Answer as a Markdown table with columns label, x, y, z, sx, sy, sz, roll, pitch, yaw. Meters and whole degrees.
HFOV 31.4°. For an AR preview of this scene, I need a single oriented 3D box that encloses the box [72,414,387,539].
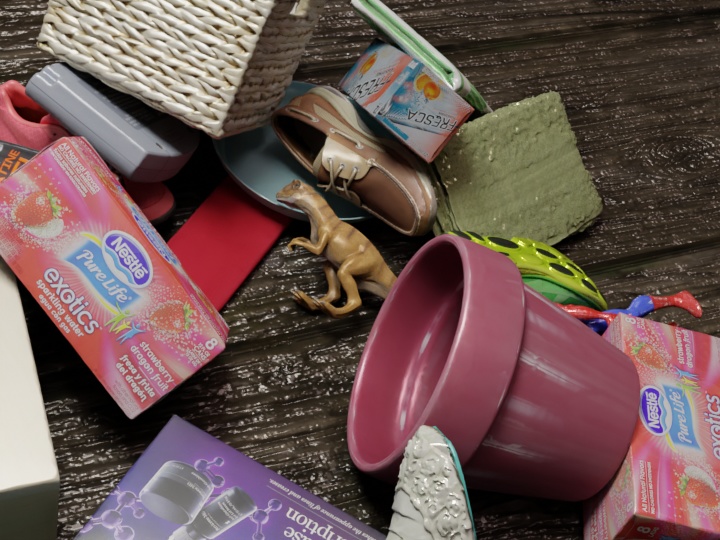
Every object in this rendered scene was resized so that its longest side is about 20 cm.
| label | x | y | z | sx | sy | sz | roll | pitch | yaw |
| --- | --- | --- | --- | --- | --- | --- | --- | --- | --- |
| box | -0.090 | 0.216 | 0.911 | 0.199 | 0.079 | 0.141 | 27 | 51 | 11 |

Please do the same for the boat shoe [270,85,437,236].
| label | x | y | z | sx | sy | sz | roll | pitch | yaw |
| --- | --- | --- | --- | --- | --- | --- | --- | --- | --- |
| boat shoe | -0.010 | -0.092 | 1.166 | 0.072 | 0.076 | 0.200 | -21 | 48 | -34 |

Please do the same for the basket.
| label | x | y | z | sx | sy | sz | roll | pitch | yaw |
| --- | --- | --- | --- | --- | --- | --- | --- | --- | --- |
| basket | -0.152 | -0.233 | 1.133 | 0.199 | 0.161 | 0.198 | 27 | 14 | 6 |

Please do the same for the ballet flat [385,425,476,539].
| label | x | y | z | sx | sy | sz | roll | pitch | yaw |
| --- | --- | --- | --- | --- | --- | --- | --- | --- | --- |
| ballet flat | 0.052 | 0.210 | 0.887 | 0.071 | 0.201 | 0.072 | -13 | 13 | 3 |

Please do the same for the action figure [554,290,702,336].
| label | x | y | z | sx | sy | sz | roll | pitch | yaw |
| --- | --- | --- | --- | --- | --- | --- | --- | --- | --- |
| action figure | 0.209 | 0.056 | 1.138 | 0.199 | 0.066 | 0.052 | -4 | 43 | -19 |

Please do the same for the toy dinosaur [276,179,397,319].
| label | x | y | z | sx | sy | sz | roll | pitch | yaw |
| --- | --- | --- | --- | --- | --- | --- | --- | --- | --- |
| toy dinosaur | 0.000 | 0.000 | 1.127 | 0.200 | 0.060 | 0.106 | 41 | 74 | -5 |

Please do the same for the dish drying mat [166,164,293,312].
| label | x | y | z | sx | sy | sz | roll | pitch | yaw |
| --- | --- | --- | --- | --- | --- | --- | --- | --- | --- |
| dish drying mat | -0.127 | -0.021 | 1.154 | 0.077 | 0.018 | 0.200 | 28 | 47 | 7 |

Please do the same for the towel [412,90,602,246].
| label | x | y | z | sx | sy | sz | roll | pitch | yaw |
| --- | --- | --- | --- | --- | --- | --- | --- | --- | --- |
| towel | 0.139 | -0.080 | 1.216 | 0.200 | 0.036 | 0.149 | -28 | 99 | -31 |

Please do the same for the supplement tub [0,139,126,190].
| label | x | y | z | sx | sy | sz | roll | pitch | yaw |
| --- | --- | --- | --- | --- | --- | --- | --- | --- | --- |
| supplement tub | -0.306 | -0.056 | 1.080 | 0.199 | 0.107 | 0.107 | 15 | 47 | -1 |

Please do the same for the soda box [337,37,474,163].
| label | x | y | z | sx | sy | sz | roll | pitch | yaw |
| --- | --- | --- | --- | --- | --- | --- | --- | --- | --- |
| soda box | 0.037 | -0.160 | 1.178 | 0.068 | 0.064 | 0.200 | 39 | 5 | -18 |

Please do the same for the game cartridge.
| label | x | y | z | sx | sy | sz | roll | pitch | yaw |
| --- | --- | --- | --- | --- | --- | --- | --- | --- | --- |
| game cartridge | -0.211 | -0.136 | 1.144 | 0.133 | 0.041 | 0.200 | 36 | 14 | -3 |

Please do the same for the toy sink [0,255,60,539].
| label | x | y | z | sx | sy | sz | roll | pitch | yaw |
| --- | --- | --- | --- | --- | --- | --- | --- | --- | --- |
| toy sink | -0.303 | 0.105 | 0.933 | 0.130 | 0.112 | 0.201 | -9 | 56 | -22 |

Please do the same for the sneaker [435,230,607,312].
| label | x | y | z | sx | sy | sz | roll | pitch | yaw |
| --- | --- | --- | --- | --- | --- | --- | --- | --- | --- |
| sneaker | 0.134 | 0.017 | 1.152 | 0.199 | 0.084 | 0.074 | 11 | 29 | -29 |

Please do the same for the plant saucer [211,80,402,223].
| label | x | y | z | sx | sy | sz | roll | pitch | yaw |
| --- | --- | --- | --- | --- | --- | --- | --- | --- | --- |
| plant saucer | -0.049 | -0.111 | 1.235 | 0.199 | 0.027 | 0.201 | 13 | 43 | -12 |

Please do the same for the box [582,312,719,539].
| label | x | y | z | sx | sy | sz | roll | pitch | yaw |
| --- | --- | --- | --- | --- | --- | --- | --- | --- | --- |
| box | 0.240 | 0.146 | 1.039 | 0.102 | 0.095 | 0.201 | 15 | 47 | -8 |

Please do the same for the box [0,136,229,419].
| label | x | y | z | sx | sy | sz | roll | pitch | yaw |
| --- | --- | --- | --- | --- | --- | --- | --- | --- | --- |
| box | -0.195 | 0.002 | 0.984 | 0.095 | 0.100 | 0.200 | -36 | 97 | 0 |

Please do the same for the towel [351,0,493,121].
| label | x | y | z | sx | sy | sz | roll | pitch | yaw |
| --- | --- | --- | --- | --- | --- | --- | --- | --- | --- |
| towel | 0.073 | -0.195 | 1.265 | 0.153 | 0.200 | 0.023 | 44 | 95 | 21 |

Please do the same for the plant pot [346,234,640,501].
| label | x | y | z | sx | sy | sz | roll | pitch | yaw |
| --- | --- | --- | --- | --- | --- | --- | --- | --- | --- |
| plant pot | 0.111 | 0.093 | 1.007 | 0.178 | 0.200 | 0.201 | 21 | 45 | -16 |

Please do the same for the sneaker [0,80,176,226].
| label | x | y | z | sx | sy | sz | roll | pitch | yaw |
| --- | --- | --- | --- | --- | --- | --- | --- | --- | --- |
| sneaker | -0.256 | -0.103 | 1.147 | 0.200 | 0.087 | 0.074 | 27 | 49 | 10 |
